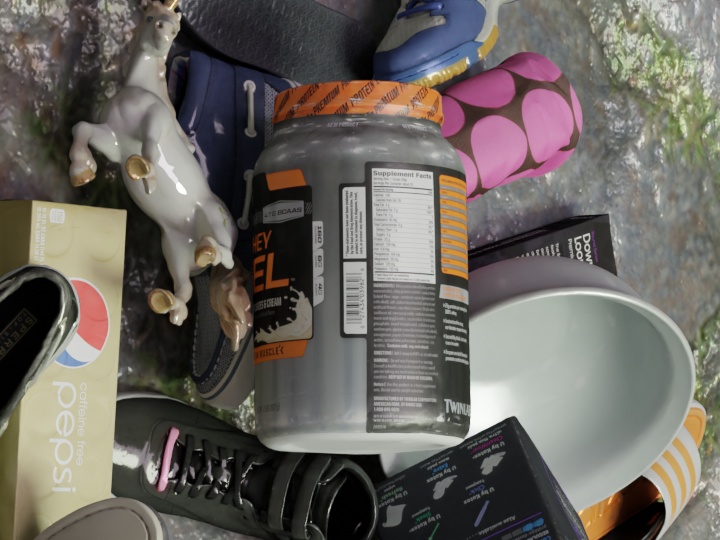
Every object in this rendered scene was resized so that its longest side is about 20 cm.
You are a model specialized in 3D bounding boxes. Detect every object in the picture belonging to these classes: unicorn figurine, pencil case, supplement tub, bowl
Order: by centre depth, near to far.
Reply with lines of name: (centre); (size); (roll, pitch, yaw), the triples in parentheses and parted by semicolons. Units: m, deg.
unicorn figurine: (-0.109, -0.062, 1.551); (0.137, 0.074, 0.200); (-72, 152, -65)
supplement tub: (0.000, 0.000, 1.575); (0.122, 0.122, 0.200); (7, 78, -42)
bowl: (0.096, 0.058, 1.709); (0.201, 0.201, 0.090); (32, 27, -38)
pencil case: (0.048, -0.065, 1.743); (0.200, 0.094, 0.091); (-27, 64, -39)

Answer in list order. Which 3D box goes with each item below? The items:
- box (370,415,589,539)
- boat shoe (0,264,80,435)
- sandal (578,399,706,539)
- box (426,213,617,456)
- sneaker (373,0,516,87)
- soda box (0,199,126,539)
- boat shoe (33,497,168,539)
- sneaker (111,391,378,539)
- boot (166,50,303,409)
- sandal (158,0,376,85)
box: (0.092, 0.207, 1.643); (0.106, 0.200, 0.122); (-27, 135, 7)
boat shoe: (-0.223, 0.076, 1.468); (0.071, 0.064, 0.200); (38, 86, -2)
sandal: (0.173, 0.161, 1.860); (0.207, 0.059, 0.079); (-32, 136, -34)
box: (0.097, 0.053, 1.820); (0.200, 0.036, 0.143); (-17, 102, -40)
sneaker: (0.050, -0.183, 1.747); (0.088, 0.075, 0.200); (63, 38, -24)
soda box: (-0.178, 0.063, 1.548); (0.068, 0.064, 0.200); (6, 85, -43)
boat shoe: (-0.158, 0.196, 1.515); (0.200, 0.073, 0.063); (-54, 157, 21)
sneaker: (-0.071, 0.117, 1.622); (0.200, 0.099, 0.071); (23, 76, -39)
boot: (-0.090, -0.025, 1.636); (0.090, 0.073, 0.200); (18, 75, -28)
sandal: (-0.067, -0.152, 1.672); (0.200, 0.043, 0.076); (38, 72, -46)
